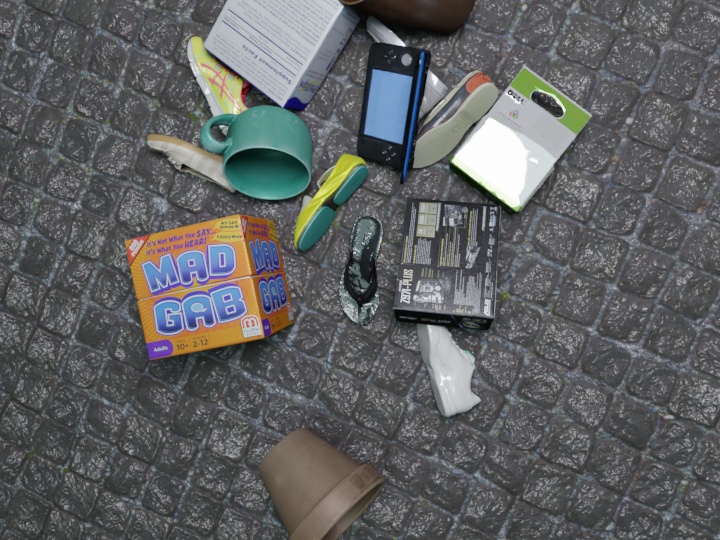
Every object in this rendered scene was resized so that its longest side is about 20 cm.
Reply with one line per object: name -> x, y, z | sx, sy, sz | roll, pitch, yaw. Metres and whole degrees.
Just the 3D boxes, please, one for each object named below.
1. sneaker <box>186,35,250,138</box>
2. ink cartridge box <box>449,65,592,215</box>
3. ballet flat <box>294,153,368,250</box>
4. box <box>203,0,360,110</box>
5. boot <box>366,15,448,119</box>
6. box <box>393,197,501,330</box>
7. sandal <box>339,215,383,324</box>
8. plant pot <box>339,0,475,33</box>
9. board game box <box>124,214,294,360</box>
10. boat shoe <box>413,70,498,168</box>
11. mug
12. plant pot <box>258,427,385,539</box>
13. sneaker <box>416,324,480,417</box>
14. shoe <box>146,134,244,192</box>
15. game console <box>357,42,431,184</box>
sneaker -> -0.250, -0.343, 1.087 | 0.090, 0.078, 0.200 | -26, 94, 0
ink cartridge box -> 0.271, -0.219, 1.015 | 0.148, 0.076, 0.200 | 38, 95, 5
ballet flat -> -0.066, -0.129, 1.077 | 0.067, 0.067, 0.200 | 41, 94, 26
box -> -0.136, -0.416, 1.029 | 0.184, 0.105, 0.200 | 38, 108, 5
boot -> 0.056, -0.352, 1.042 | 0.096, 0.074, 0.200 | -45, 76, 20
box -> 0.148, -0.010, 1.003 | 0.163, 0.086, 0.201 | 5, 72, 7
sandal -> -0.001, -0.001, 1.073 | 0.075, 0.048, 0.201 | 4, 92, 8
plant pot -> 0.090, -0.478, 0.963 | 0.187, 0.200, 0.188 | -18, 65, 45
board game box -> -0.252, 0.025, 1.032 | 0.199, 0.200, 0.201 | -12, 91, 8
boat shoe -> 0.150, -0.263, 1.035 | 0.200, 0.071, 0.063 | -43, 49, 20
mug -> -0.166, -0.220, 1.020 | 0.152, 0.185, 0.115 | -10, 61, 18
plant pot -> -0.084, 0.379, 1.043 | 0.175, 0.200, 0.200 | 43, 97, 21
sneaker -> 0.161, 0.153, 1.055 | 0.088, 0.075, 0.201 | -14, 90, -10
shoe -> -0.310, -0.201, 1.096 | 0.199, 0.070, 0.054 | 21, 87, 4
game console -> 0.045, -0.263, 0.966 | 0.170, 0.118, 0.201 | 23, 116, 32
